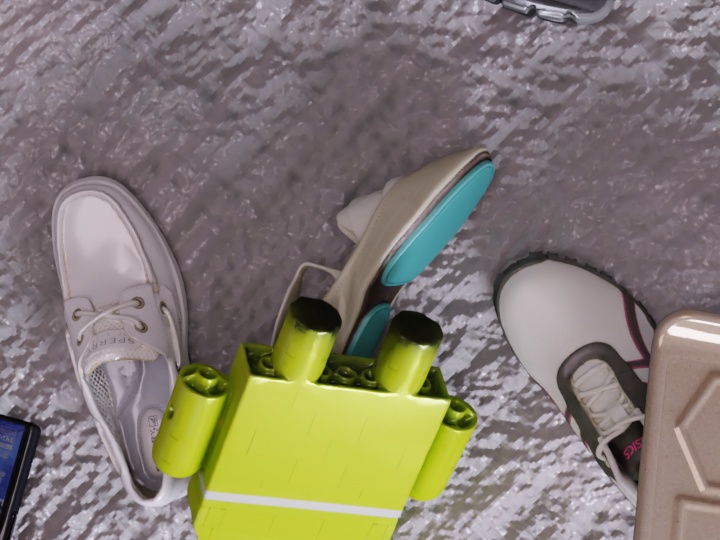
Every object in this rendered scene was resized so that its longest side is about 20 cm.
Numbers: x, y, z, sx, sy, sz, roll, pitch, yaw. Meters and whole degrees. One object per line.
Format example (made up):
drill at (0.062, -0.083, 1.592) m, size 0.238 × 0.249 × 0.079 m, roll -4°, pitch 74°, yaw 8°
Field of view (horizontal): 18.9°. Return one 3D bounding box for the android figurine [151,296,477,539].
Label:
android figurine at (-0.027, 0.103, 1.235) m, size 0.182 × 0.041 × 0.200 m, roll 6°, pitch 127°, yaw -19°

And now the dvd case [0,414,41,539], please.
dvd case at (-0.284, 0.171, 1.302) m, size 0.143 × 0.018 × 0.200 m, roll 14°, pitch 87°, yaw 13°

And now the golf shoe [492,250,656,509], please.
golf shoe at (0.150, 0.072, 1.227) m, size 0.077 × 0.088 × 0.200 m, roll -40°, pitch 89°, yaw 11°

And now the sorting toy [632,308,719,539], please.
sorting toy at (0.236, 0.133, 1.180) m, size 0.185 × 0.036 × 0.200 m, roll 10°, pitch 81°, yaw -12°

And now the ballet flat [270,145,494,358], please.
ballet flat at (0.000, 0.000, 1.252) m, size 0.069 × 0.069 × 0.200 m, roll 33°, pitch 99°, yaw 3°

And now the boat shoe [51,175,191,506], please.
boat shoe at (-0.137, 0.042, 1.268) m, size 0.071 × 0.069 × 0.200 m, roll -17°, pitch 93°, yaw 11°

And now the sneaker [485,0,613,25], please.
sneaker at (0.055, -0.199, 1.215) m, size 0.200 × 0.075 × 0.079 m, roll 24°, pitch 96°, yaw 4°
